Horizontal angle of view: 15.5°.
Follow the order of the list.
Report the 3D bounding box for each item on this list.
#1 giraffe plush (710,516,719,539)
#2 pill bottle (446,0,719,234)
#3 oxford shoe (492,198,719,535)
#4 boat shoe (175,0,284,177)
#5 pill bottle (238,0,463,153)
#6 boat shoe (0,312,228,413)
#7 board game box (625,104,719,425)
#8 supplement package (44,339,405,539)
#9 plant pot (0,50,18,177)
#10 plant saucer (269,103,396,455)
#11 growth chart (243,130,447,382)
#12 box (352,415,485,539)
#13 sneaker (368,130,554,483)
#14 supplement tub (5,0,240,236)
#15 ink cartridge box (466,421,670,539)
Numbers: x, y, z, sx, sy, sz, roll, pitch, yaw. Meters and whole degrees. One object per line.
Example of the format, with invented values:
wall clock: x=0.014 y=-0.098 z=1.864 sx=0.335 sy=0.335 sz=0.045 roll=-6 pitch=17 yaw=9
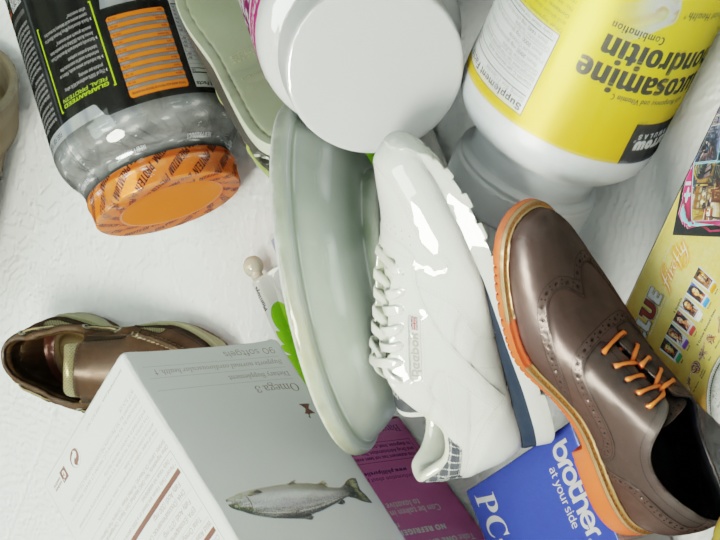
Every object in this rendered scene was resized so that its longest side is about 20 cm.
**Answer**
giraffe plush: x=0.147 y=0.203 z=1.276 sx=0.161 sy=0.200 sz=0.174 roll=-18 pitch=81 yaw=9
pill bottle: x=0.119 y=-0.116 z=1.375 sx=0.112 sy=0.112 sz=0.201 roll=48 pitch=126 yaw=34
oxford shoe: x=0.133 y=0.049 z=1.355 sx=0.072 sy=0.071 sz=0.201 roll=-1 pitch=125 yaw=50
boat shoe: x=-0.065 y=-0.132 z=1.609 sx=0.061 sy=0.071 sz=0.202 roll=75 pitch=175 yaw=-54
pill bottle: x=-0.007 y=-0.144 z=1.451 sx=0.200 sy=0.113 sz=0.114 roll=-111 pitch=33 yaw=-65
boat shoe: x=-0.163 y=0.070 z=1.733 sx=0.202 sy=0.075 sz=0.075 roll=4 pitch=96 yaw=48
board game box: x=0.218 y=-0.015 z=1.331 sx=0.136 sy=0.034 sz=0.201 roll=45 pitch=125 yaw=36
supplement package: x=-0.066 y=0.151 z=1.459 sx=0.200 sy=0.117 sz=0.118 roll=55 pitch=129 yaw=29
plant pot: x=-0.336 y=-0.054 z=1.850 sx=0.200 sy=0.199 sz=0.174 roll=32 pitch=132 yaw=42
plant saucer: x=0.000 y=0.000 z=1.469 sx=0.050 sy=0.200 sz=0.201 roll=-11 pitch=84 yaw=11
growth chart: x=-0.004 y=-0.018 z=1.593 sx=0.200 sy=0.018 sz=0.145 roll=-51 pitch=57 yaw=37
box: x=0.002 y=0.220 z=1.547 sx=0.200 sy=0.096 sz=0.176 roll=53 pitch=129 yaw=30
sneaker: x=0.038 y=0.023 z=1.387 sx=0.076 sy=0.080 sz=0.201 roll=-115 pitch=4 yaw=-66
supplement tub: x=-0.150 y=-0.131 z=1.665 sx=0.122 sy=0.122 sz=0.201 roll=-33 pitch=68 yaw=44
ink cartridge box: x=0.135 y=0.190 z=1.434 sx=0.094 sy=0.044 sz=0.201 roll=-39 pitch=65 yaw=41
